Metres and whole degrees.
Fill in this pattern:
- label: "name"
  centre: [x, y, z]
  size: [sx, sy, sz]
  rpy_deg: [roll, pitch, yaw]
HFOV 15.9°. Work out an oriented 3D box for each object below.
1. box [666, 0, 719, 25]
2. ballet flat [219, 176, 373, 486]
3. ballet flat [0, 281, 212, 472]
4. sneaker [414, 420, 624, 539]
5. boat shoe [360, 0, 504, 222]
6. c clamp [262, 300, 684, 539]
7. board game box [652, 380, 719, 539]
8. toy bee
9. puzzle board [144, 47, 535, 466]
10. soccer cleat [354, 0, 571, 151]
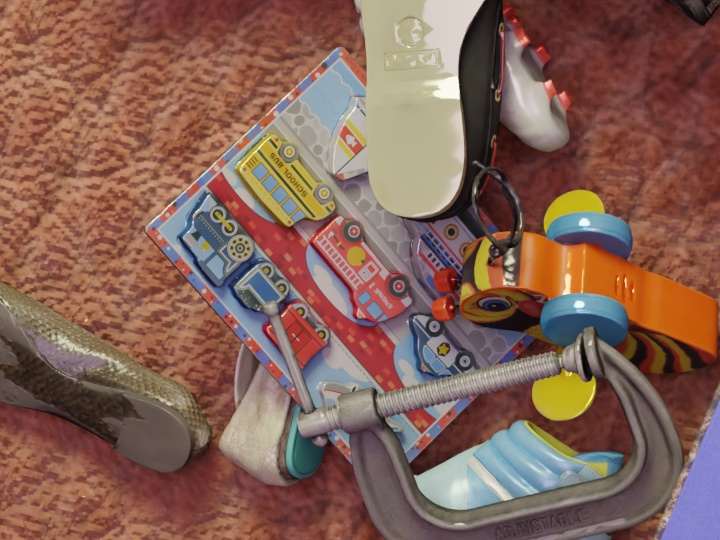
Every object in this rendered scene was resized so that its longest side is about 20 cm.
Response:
- label: "box"
  centre: [0.128, -0.205, 1.379]
  size: [0.158, 0.200, 0.048]
  rpy_deg: [38, 96, 11]
- label: "ballet flat"
  centre: [-0.033, 0.022, 1.459]
  size: [0.062, 0.067, 0.200]
  rpy_deg: [17, 87, 31]
- label: "ballet flat"
  centre: [-0.171, 0.053, 1.491]
  size: [0.200, 0.046, 0.067]
  rpy_deg: [26, 122, 15]
- label: "sneaker"
  centre: [0.114, 0.172, 1.416]
  size: [0.130, 0.080, 0.200]
  rpy_deg: [-35, 82, 6]
- label: "boat shoe"
  centre: [0.041, -0.126, 1.388]
  size: [0.074, 0.063, 0.202]
  rpy_deg: [4, 90, 17]
- label: "c clamp"
  centre: [0.064, 0.080, 1.348]
  size: [0.200, 0.027, 0.171]
  rpy_deg: [-9, 114, 12]
- label: "board game box"
  centre: [0.211, 0.136, 1.340]
  size: [0.097, 0.200, 0.160]
  rpy_deg: [23, 89, 11]
- label: "toy bee"
  centre: [0.098, 0.004, 1.404]
  size: [0.109, 0.131, 0.200]
  rpy_deg: [-19, 123, 42]
- label: "puzzle board"
  centre: [0.000, 0.000, 1.420]
  size: [0.151, 0.017, 0.200]
  rpy_deg: [-44, 105, -10]
- label: "soccer cleat"
  centre: [0.046, -0.138, 1.459]
  size: [0.078, 0.069, 0.200]
  rpy_deg: [-37, 74, 10]
